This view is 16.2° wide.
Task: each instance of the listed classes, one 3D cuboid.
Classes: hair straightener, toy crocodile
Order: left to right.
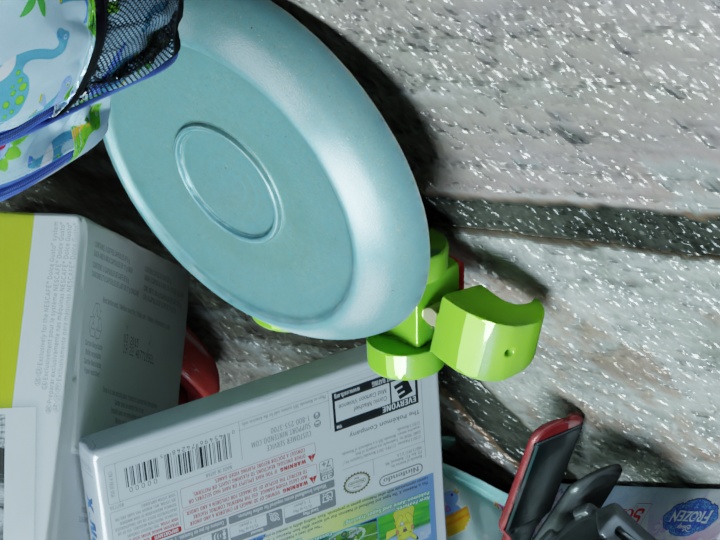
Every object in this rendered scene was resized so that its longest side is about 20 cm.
[{"bbox_3d":[0.000,0.000,1.221,0.200,0.062,0.068,22,125,38],"label":"toy crocodile"},{"bbox_3d":[0.096,0.167,1.337,0.077,0.041,0.200,51,139,29],"label":"hair straightener"}]

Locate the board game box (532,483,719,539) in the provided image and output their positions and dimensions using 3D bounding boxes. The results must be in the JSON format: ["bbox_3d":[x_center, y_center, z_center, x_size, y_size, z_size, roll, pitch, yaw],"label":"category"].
[{"bbox_3d":[0.206,0.189,1.358,0.200,0.041,0.199,41,161,-18],"label":"board game box"}]

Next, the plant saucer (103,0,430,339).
[{"bbox_3d":[-0.054,-0.045,1.148,0.200,0.027,0.201,32,145,26],"label":"plant saucer"}]

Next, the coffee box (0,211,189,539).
[{"bbox_3d":[-0.218,0.079,1.344,0.197,0.201,0.200,3,171,13],"label":"coffee box"}]

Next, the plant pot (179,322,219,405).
[{"bbox_3d":[-0.195,0.091,1.557,0.200,0.183,0.200,32,167,8],"label":"plant pot"}]

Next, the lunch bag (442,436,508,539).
[{"bbox_3d":[0.026,0.169,1.494,0.200,0.122,0.170,31,163,-8],"label":"lunch bag"}]

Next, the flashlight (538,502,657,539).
[{"bbox_3d":[0.164,0.202,1.292,0.200,0.068,0.068,42,155,-23],"label":"flashlight"}]

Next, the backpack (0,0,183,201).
[{"bbox_3d":[-0.176,-0.108,0.961,0.183,0.200,0.147,28,119,19],"label":"backpack"}]

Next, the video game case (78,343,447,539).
[{"bbox_3d":[-0.045,0.139,1.321,0.022,0.199,0.183,36,137,52],"label":"video game case"}]
